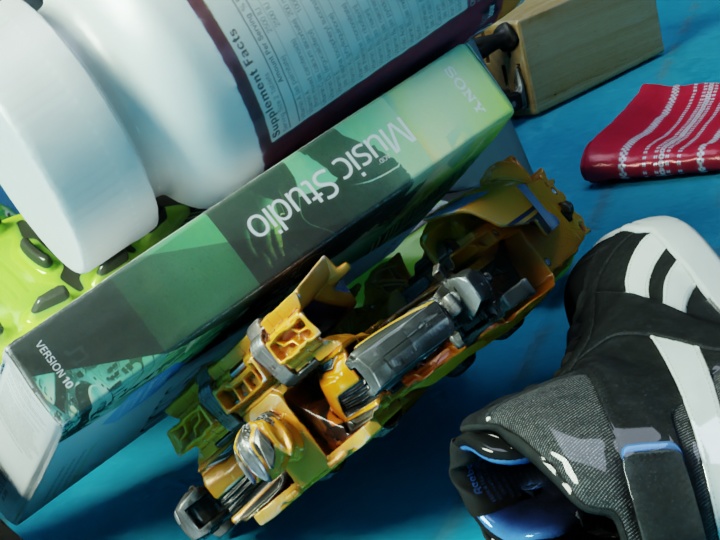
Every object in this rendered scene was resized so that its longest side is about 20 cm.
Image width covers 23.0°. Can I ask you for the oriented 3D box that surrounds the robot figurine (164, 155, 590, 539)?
[{"bbox_3d":[0.005,0.025,0.631,0.145,0.058,0.200,-42,-6,31],"label":"robot figurine"}]

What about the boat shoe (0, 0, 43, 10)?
[{"bbox_3d":[-0.131,-0.078,0.688,0.066,0.200,0.070,34,85,29],"label":"boat shoe"}]

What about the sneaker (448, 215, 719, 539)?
[{"bbox_3d":[0.074,0.039,0.572,0.111,0.074,0.200,-14,17,-9],"label":"sneaker"}]

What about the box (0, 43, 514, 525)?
[{"bbox_3d":[-0.046,0.007,0.636,0.199,0.036,0.144,-37,-5,-25],"label":"box"}]

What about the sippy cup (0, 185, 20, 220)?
[{"bbox_3d":[-0.167,0.003,0.750,0.177,0.131,0.140,-3,-37,-45],"label":"sippy cup"}]

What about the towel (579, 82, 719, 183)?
[{"bbox_3d":[0.229,-0.085,0.960,0.198,0.023,0.145,-5,19,28],"label":"towel"}]

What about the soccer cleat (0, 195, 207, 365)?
[{"bbox_3d":[-0.090,0.000,0.686,0.064,0.084,0.200,29,47,27],"label":"soccer cleat"}]

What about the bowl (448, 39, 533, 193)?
[{"bbox_3d":[-0.013,-0.082,0.902,0.198,0.106,0.201,-6,1,0],"label":"bowl"}]

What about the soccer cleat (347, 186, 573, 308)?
[{"bbox_3d":[0.000,0.000,0.802,0.197,0.068,0.081,-9,5,-6],"label":"soccer cleat"}]

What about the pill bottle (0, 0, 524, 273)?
[{"bbox_3d":[-0.041,-0.092,0.619,0.199,0.110,0.109,-36,22,-16],"label":"pill bottle"}]

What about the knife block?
[{"bbox_3d":[0.112,-0.140,1.166,0.198,0.065,0.176,-13,17,2],"label":"knife block"}]

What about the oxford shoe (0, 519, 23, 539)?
[{"bbox_3d":[-0.145,0.108,0.562,0.071,0.072,0.200,26,11,-30],"label":"oxford shoe"}]
